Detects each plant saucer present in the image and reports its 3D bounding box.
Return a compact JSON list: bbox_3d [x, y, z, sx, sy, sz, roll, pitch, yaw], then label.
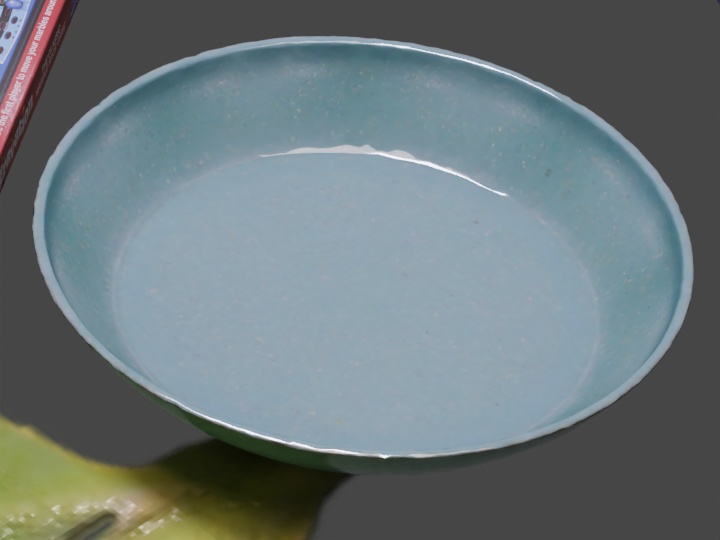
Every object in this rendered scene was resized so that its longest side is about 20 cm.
[{"bbox_3d":[0.000,0.000,0.886,0.200,0.036,0.200,4,39,-3],"label":"plant saucer"}]

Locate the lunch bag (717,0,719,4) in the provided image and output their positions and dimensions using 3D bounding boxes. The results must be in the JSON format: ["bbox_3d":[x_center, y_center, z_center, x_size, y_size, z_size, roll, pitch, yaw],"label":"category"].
[{"bbox_3d":[0.190,-0.161,1.003,0.127,0.170,0.200,13,42,7],"label":"lunch bag"}]

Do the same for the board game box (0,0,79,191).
[{"bbox_3d":[-0.153,-0.082,0.975,0.103,0.019,0.200,9,40,4],"label":"board game box"}]
